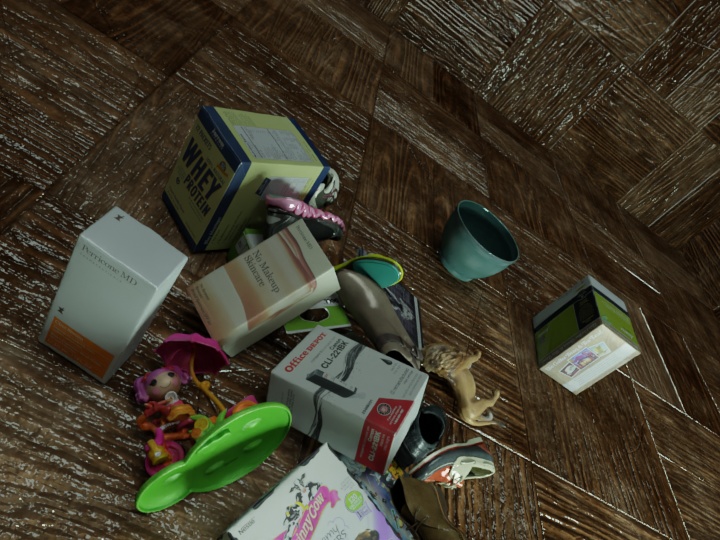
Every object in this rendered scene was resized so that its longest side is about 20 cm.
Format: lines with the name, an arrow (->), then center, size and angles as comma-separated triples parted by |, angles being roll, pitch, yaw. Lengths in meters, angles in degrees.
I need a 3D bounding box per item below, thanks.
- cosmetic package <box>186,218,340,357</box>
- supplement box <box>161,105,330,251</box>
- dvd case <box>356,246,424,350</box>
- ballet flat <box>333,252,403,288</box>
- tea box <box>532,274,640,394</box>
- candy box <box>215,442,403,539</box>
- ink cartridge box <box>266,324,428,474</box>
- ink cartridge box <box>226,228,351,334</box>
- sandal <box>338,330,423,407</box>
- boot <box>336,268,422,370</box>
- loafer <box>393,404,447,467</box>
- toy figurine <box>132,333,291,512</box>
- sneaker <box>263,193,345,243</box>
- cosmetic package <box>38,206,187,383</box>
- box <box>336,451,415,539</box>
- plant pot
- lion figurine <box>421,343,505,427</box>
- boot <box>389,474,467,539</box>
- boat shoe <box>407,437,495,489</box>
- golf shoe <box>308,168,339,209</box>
cosmetic package -> -0.141, 0.026, 0.826 | 0.199, 0.087, 0.104 | -33, 69, -9
supplement box -> -0.199, -0.154, 0.961 | 0.199, 0.201, 0.135 | -9, 55, -50
dvd case -> 0.060, 0.062, 1.109 | 0.200, 0.016, 0.150 | 41, 31, -30
ballet flat -> 0.000, 0.000, 1.006 | 0.067, 0.198, 0.067 | 60, 40, -19
tea box -> 0.553, 0.159, 1.378 | 0.133, 0.200, 0.198 | 34, 36, -12
candy box -> -0.047, 0.343, 0.659 | 0.167, 0.072, 0.200 | -32, 76, -41
ink cartridge box -> -0.020, 0.181, 0.814 | 0.198, 0.085, 0.144 | 21, 31, 17
ink cartridge box -> -0.124, 0.032, 0.950 | 0.147, 0.076, 0.202 | 0, 56, -46
sandal -> 0.041, 0.174, 0.972 | 0.200, 0.054, 0.082 | 47, 34, -5
boot -> 0.034, 0.097, 0.915 | 0.200, 0.070, 0.147 | 45, 13, -24
loafer -> 0.110, 0.261, 0.903 | 0.069, 0.070, 0.200 | 57, 22, 12
toy figurine -> -0.217, 0.167, 0.696 | 0.198, 0.151, 0.184 | -25, 54, -28
sneaker -> -0.100, -0.066, 0.958 | 0.078, 0.097, 0.199 | 10, -3, 34
cosmetic package -> -0.297, 0.035, 0.658 | 0.101, 0.200, 0.072 | 35, 34, -8
box -> 0.030, 0.341, 0.797 | 0.201, 0.040, 0.136 | 50, 34, 11
plant pot -> 0.282, -0.058, 1.401 | 0.199, 0.134, 0.202 | 26, 37, -21
lion figurine -> 0.199, 0.226, 1.067 | 0.121, 0.073, 0.202 | -10, 63, -41
boot -> 0.085, 0.342, 0.714 | 0.075, 0.074, 0.200 | 32, 7, -17
boat shoe -> 0.157, 0.327, 0.918 | 0.199, 0.071, 0.063 | 6, 50, -47
golf shoe -> -0.079, -0.190, 1.227 | 0.077, 0.088, 0.201 | 35, 33, -7
